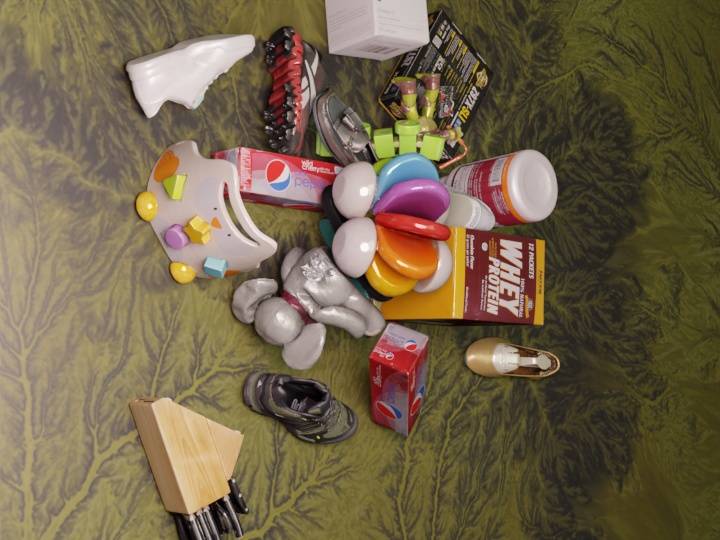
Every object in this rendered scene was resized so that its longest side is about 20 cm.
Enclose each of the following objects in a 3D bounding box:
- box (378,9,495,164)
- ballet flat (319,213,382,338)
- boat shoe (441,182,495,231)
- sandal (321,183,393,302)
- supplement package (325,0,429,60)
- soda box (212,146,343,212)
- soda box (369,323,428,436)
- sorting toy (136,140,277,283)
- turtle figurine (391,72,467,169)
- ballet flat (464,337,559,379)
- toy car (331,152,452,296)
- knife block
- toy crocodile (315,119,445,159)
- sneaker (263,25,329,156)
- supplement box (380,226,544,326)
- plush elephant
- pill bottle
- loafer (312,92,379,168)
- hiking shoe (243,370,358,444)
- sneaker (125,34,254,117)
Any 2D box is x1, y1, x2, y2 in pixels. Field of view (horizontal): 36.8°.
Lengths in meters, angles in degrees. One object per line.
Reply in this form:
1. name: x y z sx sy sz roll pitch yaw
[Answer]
1. box: 0.130 -0.305 1.794 0.160 0.049 0.201 44 59 -31
2. ballet flat: 0.000 0.000 1.634 0.070 0.070 0.202 -26 99 -39
3. boat shoe: 0.130 -0.098 1.680 0.071 0.200 0.071 19 96 -39
4. sandal: 0.008 -0.037 1.564 0.201 0.048 0.076 61 33 -24
5. supplement package: 0.021 -0.441 1.670 0.116 0.117 0.202 -3 86 -40
6. soda box: -0.114 -0.128 1.548 0.199 0.070 0.064 7 82 -41
7. soda box: 0.056 0.163 1.587 0.070 0.063 0.201 -58 161 -30
8. sorting toy: -0.187 -0.070 1.407 0.107 0.179 0.201 -39 109 -36
9. turtle figurine: 0.084 -0.221 1.691 0.198 0.064 0.163 -13 112 -20
10. ballet flat: 0.265 0.150 1.849 0.199 0.063 0.069 7 80 -40
11. toy car: 0.061 -0.072 1.481 0.174 0.150 0.202 11 66 -27
12. knife block: -0.230 0.278 1.406 0.199 0.064 0.177 32 64 -34
13. toy crocodile: 0.031 -0.193 1.636 0.198 0.062 0.068 -1 112 0
14. sneaker: -0.088 -0.253 1.572 0.097 0.071 0.202 19 61 -41
15. supplement box: 0.147 0.015 1.672 0.199 0.196 0.134 6 83 -40
16. plush elephant: -0.082 0.053 1.513 0.165 0.155 0.200 50 4 18
17. pill bottle: 0.209 -0.124 1.741 0.112 0.199 0.114 5 81 -40
18. loafer: 0.001 -0.173 1.566 0.072 0.062 0.201 -52 126 -39
19. hiking shoe: -0.067 0.199 1.531 0.199 0.100 0.076 26 69 -36
20. sneaker: -0.226 -0.268 1.480 0.199 0.075 0.089 -27 115 -33
